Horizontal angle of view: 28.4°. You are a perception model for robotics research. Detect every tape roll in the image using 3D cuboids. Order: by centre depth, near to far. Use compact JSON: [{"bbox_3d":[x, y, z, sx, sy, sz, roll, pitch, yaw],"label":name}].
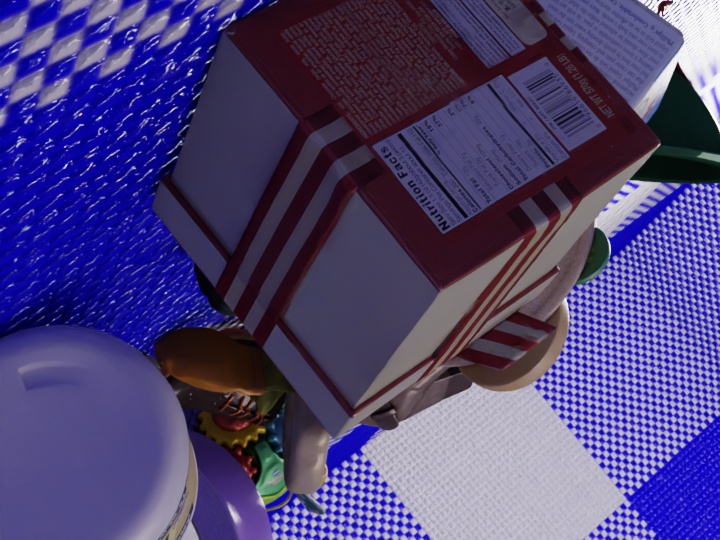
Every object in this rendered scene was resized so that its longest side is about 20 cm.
[{"bbox_3d":[-0.174,0.228,1.156,0.200,0.200,0.066,-42,171,16],"label":"tape roll"}]

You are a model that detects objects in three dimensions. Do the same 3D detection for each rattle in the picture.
[{"bbox_3d":[-0.085,0.125,1.115,0.142,0.131,0.200,-10,160,-14],"label":"rattle"}]

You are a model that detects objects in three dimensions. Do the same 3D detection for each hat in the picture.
[{"bbox_3d":[0.240,-0.168,1.164,0.165,0.177,0.200,9,177,-25],"label":"hat"}]

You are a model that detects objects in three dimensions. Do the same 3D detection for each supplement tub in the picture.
[{"bbox_3d":[-0.170,0.121,0.843,0.144,0.145,0.200,-37,170,-12],"label":"supplement tub"}]

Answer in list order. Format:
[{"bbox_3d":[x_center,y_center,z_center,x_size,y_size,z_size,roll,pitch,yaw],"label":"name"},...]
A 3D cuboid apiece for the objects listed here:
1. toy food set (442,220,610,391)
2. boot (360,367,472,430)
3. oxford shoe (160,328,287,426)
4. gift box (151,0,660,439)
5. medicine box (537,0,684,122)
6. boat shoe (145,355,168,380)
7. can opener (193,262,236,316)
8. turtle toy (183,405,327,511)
[{"bbox_3d":[0.111,-0.006,1.132,0.200,0.049,0.198,17,-108,54],"label":"toy food set"},{"bbox_3d":[0.034,0.059,1.258,0.146,0.070,0.200,-9,125,-16],"label":"boot"},{"bbox_3d":[-0.098,0.091,1.163,0.200,0.073,0.071,-13,157,-47],"label":"oxford shoe"},{"bbox_3d":[0.029,-0.041,0.735,0.200,0.185,0.187,-26,163,-31],"label":"gift box"},{"bbox_3d":[0.118,-0.089,0.987,0.200,0.103,0.182,-53,171,-1],"label":"medicine box"},{"bbox_3d":[-0.208,0.137,1.006,0.199,0.066,0.075,-33,169,-36],"label":"boat shoe"},{"bbox_3d":[-0.037,-0.023,0.928,0.079,0.063,0.200,-47,168,35],"label":"can opener"},{"bbox_3d":[-0.130,0.167,1.291,0.200,0.146,0.101,-35,148,-27],"label":"turtle toy"}]
